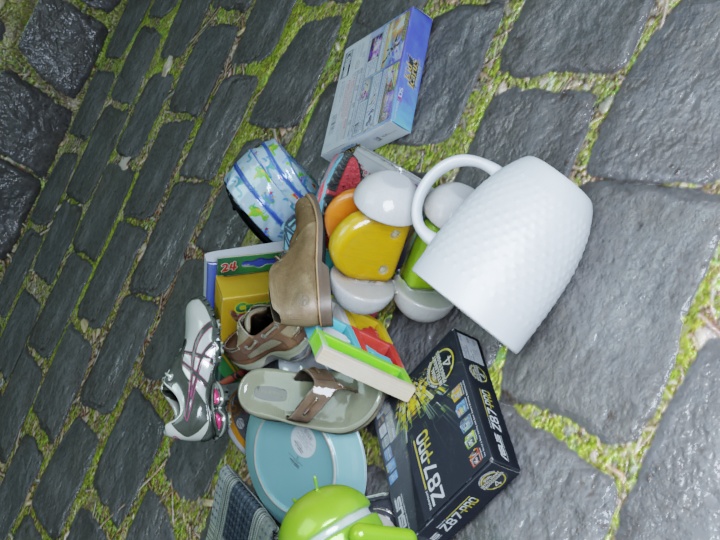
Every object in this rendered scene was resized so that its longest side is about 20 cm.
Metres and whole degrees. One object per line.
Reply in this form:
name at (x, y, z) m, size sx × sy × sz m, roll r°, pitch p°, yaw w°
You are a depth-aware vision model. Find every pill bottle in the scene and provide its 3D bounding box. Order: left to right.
pill bottle at (-0.085, 0.162, 1.461) m, size 0.200 × 0.115 × 0.118 m, roll -44°, pitch 36°, yaw 32°

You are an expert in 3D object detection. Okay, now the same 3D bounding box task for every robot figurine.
robot figurine at (-0.014, 0.321, 1.175) m, size 0.202 × 0.114 × 0.176 m, roll 59°, pitch 144°, yaw 15°

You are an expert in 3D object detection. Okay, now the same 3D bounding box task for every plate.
plate at (-0.077, 0.238, 1.376) m, size 0.197 × 0.025 × 0.205 m, roll 5°, pitch 99°, yaw 37°

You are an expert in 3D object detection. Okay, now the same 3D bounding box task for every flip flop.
flip flop at (-0.064, 0.148, 1.324) m, size 0.196 × 0.058 × 0.083 m, roll 4°, pitch 69°, yaw 22°

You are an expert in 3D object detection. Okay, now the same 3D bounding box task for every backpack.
backpack at (-0.113, -0.094, 1.611) m, size 0.154 × 0.198 × 0.164 m, roll -51°, pitch 32°, yaw 18°

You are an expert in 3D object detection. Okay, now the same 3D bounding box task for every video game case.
video game case at (0.025, -0.278, 1.682) m, size 0.180 × 0.045 × 0.204 m, roll -20°, pitch 53°, yaw 52°

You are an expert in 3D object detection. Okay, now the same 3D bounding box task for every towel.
towel at (-0.163, 0.392, 1.467) m, size 0.192 × 0.034 × 0.204 m, roll 30°, pitch 109°, yaw 58°

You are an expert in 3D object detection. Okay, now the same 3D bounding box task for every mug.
mug at (0.144, -0.041, 1.188) m, size 0.199 × 0.148 × 0.176 m, roll 38°, pitch 91°, yaw 17°

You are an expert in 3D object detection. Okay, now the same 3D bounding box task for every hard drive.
hard drive at (-0.158, 0.051, 1.557) m, size 0.026 × 0.129 × 0.203 m, roll -119°, pitch 28°, yaw -43°

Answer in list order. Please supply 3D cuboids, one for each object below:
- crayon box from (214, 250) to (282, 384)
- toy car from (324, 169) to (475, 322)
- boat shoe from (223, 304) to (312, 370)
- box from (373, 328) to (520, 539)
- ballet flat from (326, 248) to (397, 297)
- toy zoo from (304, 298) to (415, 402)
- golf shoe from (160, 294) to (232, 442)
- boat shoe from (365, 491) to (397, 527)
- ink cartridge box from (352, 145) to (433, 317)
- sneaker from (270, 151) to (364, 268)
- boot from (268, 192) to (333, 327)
crayon box at (-0.140, 0.066, 1.521) m, size 0.051 × 0.124 × 0.203 m, roll -116°, pitch 25°, yaw -45°
toy car at (0.049, -0.045, 1.325) m, size 0.151 × 0.196 × 0.177 m, roll -111°, pitch 34°, yaw -53°
boat shoe at (-0.122, 0.075, 1.409) m, size 0.198 × 0.072 × 0.076 m, roll -17°, pitch 33°, yaw 50°
box at (0.091, 0.190, 1.230) m, size 0.162 × 0.049 × 0.202 m, roll -51°, pitch 32°, yaw 29°
ballet flat at (0.000, 0.000, 1.399) m, size 0.068 × 0.197 × 0.067 m, roll 65°, pitch 151°, yaw 15°
toy zoo at (-0.015, 0.077, 1.327) m, size 0.021 × 0.130 × 0.201 m, roll -57°, pitch 24°, yaw 15°
golf shoe at (-0.224, 0.127, 1.458) m, size 0.077 × 0.086 × 0.204 m, roll 117°, pitch 147°, yaw -60°
boat shoe at (-0.012, 0.309, 1.308) m, size 0.199 × 0.073 × 0.063 m, roll -29°, pitch 15°, yaw 46°
ink cartridge box at (0.006, -0.054, 1.508) m, size 0.203 × 0.084 × 0.145 m, roll -63°, pitch 30°, yaw 7°
sneaker at (-0.065, -0.066, 1.443) m, size 0.094 × 0.079 × 0.203 m, roll 17°, pitch 83°, yaw 36°
boot at (-0.075, -0.016, 1.295) m, size 0.074 × 0.074 × 0.202 m, roll 85°, pitch 180°, yaw -46°
